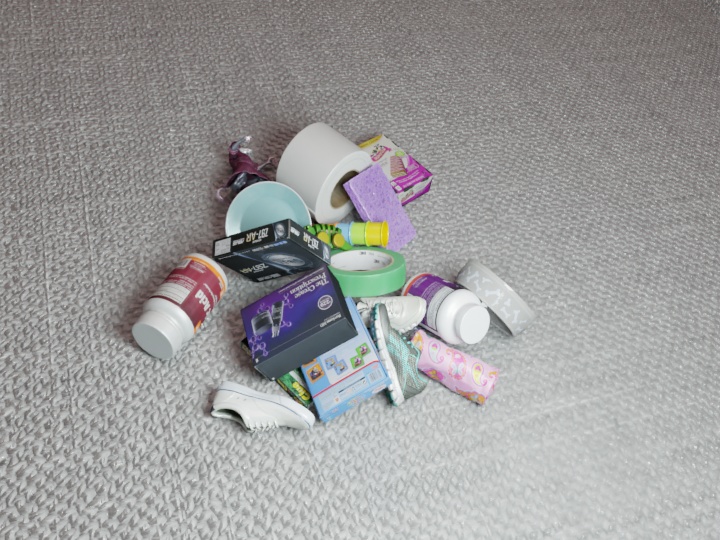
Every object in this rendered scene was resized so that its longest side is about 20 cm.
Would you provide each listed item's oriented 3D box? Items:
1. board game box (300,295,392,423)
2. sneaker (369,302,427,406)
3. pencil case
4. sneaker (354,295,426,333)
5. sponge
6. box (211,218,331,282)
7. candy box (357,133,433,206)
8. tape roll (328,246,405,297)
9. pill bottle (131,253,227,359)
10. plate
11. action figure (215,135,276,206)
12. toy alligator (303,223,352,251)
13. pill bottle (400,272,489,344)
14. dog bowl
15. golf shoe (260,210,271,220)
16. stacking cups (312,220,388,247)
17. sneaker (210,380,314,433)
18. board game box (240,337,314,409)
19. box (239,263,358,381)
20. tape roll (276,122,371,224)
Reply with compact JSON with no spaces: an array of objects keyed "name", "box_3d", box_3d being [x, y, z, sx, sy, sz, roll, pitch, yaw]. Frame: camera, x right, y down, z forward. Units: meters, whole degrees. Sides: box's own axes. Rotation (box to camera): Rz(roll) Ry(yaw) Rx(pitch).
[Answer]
[{"name":"board game box","box_3d":[-0.044,0.168,1.376,0.149,0.037,0.202,-30,55,4]},{"name":"sneaker","box_3d":[0.075,0.158,1.401,0.089,0.078,0.204,-14,88,-11]},{"name":"pencil case","box_3d":[0.182,0.193,1.444,0.197,0.088,0.088,26,48,14]},{"name":"sneaker","box_3d":[0.039,0.087,1.455,0.196,0.081,0.077,-12,58,23]},{"name":"sponge","box_3d":[0.049,-0.143,1.682,0.111,0.030,0.202,-37,102,-36]},{"name":"box","box_3d":[-0.183,-0.037,1.470,0.196,0.160,0.044,-13,65,26]},{"name":"candy box","box_3d":[0.074,-0.260,1.854,0.135,0.062,0.200,-30,59,-32]},{"name":"tape roll","box_3d":[0.000,0.000,1.546,0.195,0.049,0.201,0,20,0]},{"name":"pill bottle","box_3d":[-0.360,0.071,1.422,0.112,0.115,0.201,21,47,9]},{"name":"plate","box_3d":[-0.205,-0.096,1.591,0.196,0.205,0.026,15,5,2]},{"name":"action figure","box_3d":[-0.287,-0.245,1.764,0.149,0.134,0.201,-42,41,9]},{"name":"toy alligator","box_3d":[-0.101,-0.077,1.546,0.197,0.059,0.056,4,79,-34]},{"name":"pill bottle","box_3d":[0.176,0.081,1.475,0.111,0.115,0.199,-19,24,-26]},{"name":"dog bowl","box_3d":[0.282,0.063,1.521,0.199,0.200,0.059,41,86,24]},{"name":"golf shoe","box_3d":[-0.202,-0.099,1.631,0.198,0.089,0.077,33,48,16]},{"name":"stacking cups","box_3d":[-0.034,-0.088,1.642,0.196,0.061,0.061,4,43,20]},{"name":"sneaker","box_3d":[-0.183,0.269,1.316,0.196,0.074,0.072,13,55,13]},{"name":"board game box","box_3d":[-0.139,0.182,1.429,0.199,0.024,0.104,40,51,24]},{"name":"box","box_3d":[-0.121,0.101,1.381,0.197,0.079,0.143,-28,55,6]},{"name":"tape roll","box_3d":[-0.085,-0.229,1.695,0.138,0.205,0.202,36,51,22]}]
